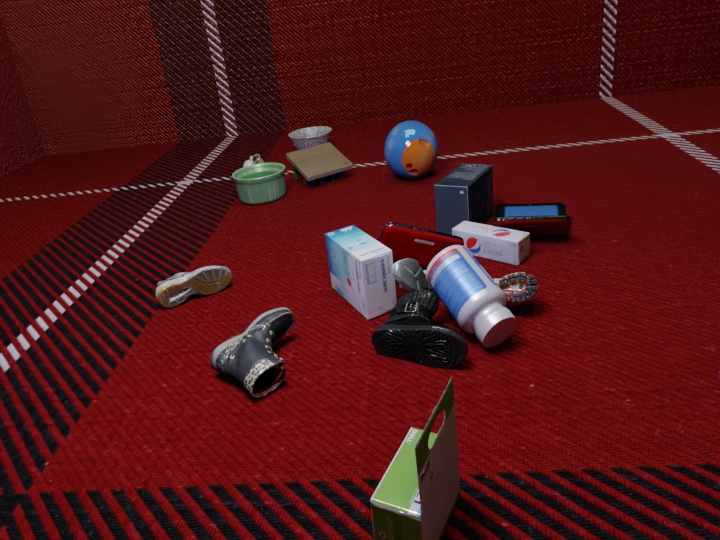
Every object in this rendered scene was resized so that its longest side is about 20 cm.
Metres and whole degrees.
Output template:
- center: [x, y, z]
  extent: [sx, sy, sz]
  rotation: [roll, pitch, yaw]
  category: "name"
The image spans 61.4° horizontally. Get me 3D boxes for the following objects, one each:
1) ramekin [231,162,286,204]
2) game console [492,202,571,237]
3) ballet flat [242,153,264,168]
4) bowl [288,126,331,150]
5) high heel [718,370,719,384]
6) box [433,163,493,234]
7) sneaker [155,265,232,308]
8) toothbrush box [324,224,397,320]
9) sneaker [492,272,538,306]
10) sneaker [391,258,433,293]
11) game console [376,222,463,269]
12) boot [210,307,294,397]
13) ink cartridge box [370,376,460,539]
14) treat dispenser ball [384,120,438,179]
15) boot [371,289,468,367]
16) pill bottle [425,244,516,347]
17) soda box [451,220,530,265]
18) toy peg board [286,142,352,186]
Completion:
- center: [-0.364, -0.317, 2.213]
  extent: [0.194, 0.100, 0.201]
  rotation: [-6, 25, 3]
  category: "ramekin"
- center: [0.455, -0.155, 1.622]
  extent: [0.194, 0.122, 0.172]
  rotation: [-1, -16, 15]
  category: "game console"
- center: [-0.457, -0.438, 2.528]
  extent: [0.067, 0.071, 0.201]
  rotation: [-2, 26, 11]
  category: "ballet flat"
- center: [-0.219, -0.572, 2.706]
  extent: [0.194, 0.097, 0.202]
  rotation: [-5, 26, 3]
  category: "bowl"
- center: [0.673, 0.182, 0.943]
  extent: [0.195, 0.068, 0.097]
  rotation: [-9, 32, 30]
  category: "high heel"
- center: [0.300, -0.203, 1.739]
  extent: [0.105, 0.152, 0.199]
  rotation: [8, 29, 30]
  category: "box"
- center: [-0.431, 0.024, 1.553]
  extent: [0.195, 0.078, 0.087]
  rotation: [-17, 27, -21]
  category: "sneaker"
- center: [0.000, 0.000, 1.405]
  extent: [0.083, 0.150, 0.199]
  rotation: [-18, 28, -22]
  category: "toothbrush box"
- center: [0.289, 0.055, 1.317]
  extent: [0.195, 0.080, 0.082]
  rotation: [-6, -12, 23]
  category: "sneaker"
- center: [0.113, 0.024, 1.357]
  extent: [0.078, 0.073, 0.199]
  rotation: [-10, -16, 30]
  category: "sneaker"
- center: [0.130, -0.073, 1.475]
  extent: [0.194, 0.174, 0.121]
  rotation: [10, 48, -12]
  category: "game console"
- center: [-0.181, 0.162, 1.207]
  extent: [0.202, 0.075, 0.152]
  rotation: [-33, 37, -31]
  category: "boot"
- center: [0.073, 0.256, 0.789]
  extent: [0.074, 0.205, 0.148]
  rotation: [6, 27, 26]
  category: "ink cartridge box"
- center: [0.182, -0.435, 2.186]
  extent: [0.195, 0.206, 0.202]
  rotation: [-6, 25, 3]
  category: "treat dispenser ball"
- center: [0.137, 0.109, 1.220]
  extent: [0.206, 0.082, 0.158]
  rotation: [8, 29, 30]
  category: "boot"
- center: [0.225, 0.053, 1.227]
  extent: [0.110, 0.114, 0.202]
  rotation: [-16, 49, -20]
  category: "pill bottle"
- center: [0.335, -0.074, 1.564]
  extent: [0.197, 0.065, 0.068]
  rotation: [16, 34, 39]
  category: "soda box"
- center: [-0.159, -0.388, 2.341]
  extent: [0.196, 0.100, 0.199]
  rotation: [-20, 44, -24]
  category: "toy peg board"
